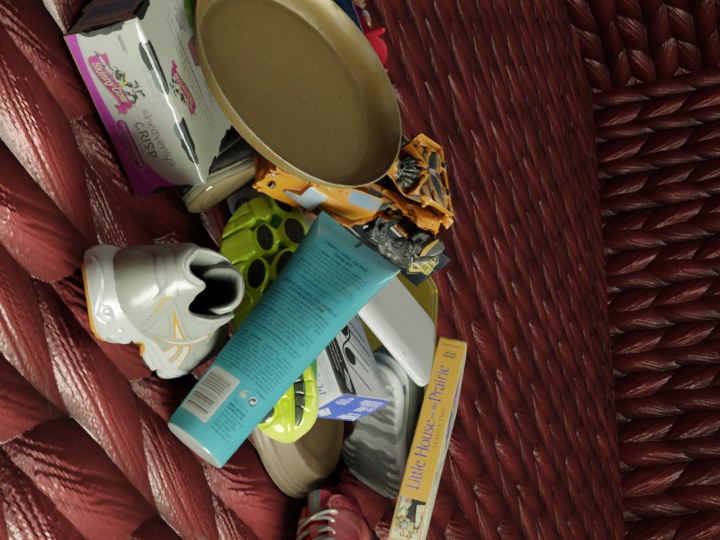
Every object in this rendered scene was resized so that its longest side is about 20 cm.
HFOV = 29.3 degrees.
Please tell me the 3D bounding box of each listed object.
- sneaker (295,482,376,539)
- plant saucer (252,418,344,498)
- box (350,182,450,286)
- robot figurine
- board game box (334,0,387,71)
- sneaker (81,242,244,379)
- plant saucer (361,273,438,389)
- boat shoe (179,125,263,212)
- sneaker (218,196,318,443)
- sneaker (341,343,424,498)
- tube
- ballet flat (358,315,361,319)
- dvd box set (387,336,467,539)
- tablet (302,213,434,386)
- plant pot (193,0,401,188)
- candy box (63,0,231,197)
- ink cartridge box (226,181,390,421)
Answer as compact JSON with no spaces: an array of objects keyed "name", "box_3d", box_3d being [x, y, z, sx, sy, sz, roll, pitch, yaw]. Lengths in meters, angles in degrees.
[{"name":"sneaker","box_3d":[-0.035,0.234,1.165,0.200,0.073,0.088,-22,95,-80]},{"name":"plant saucer","box_3d":[-0.056,0.099,1.223,0.200,0.029,0.203,-11,90,-73]},{"name":"box","box_3d":[-0.006,-0.098,1.290,0.159,0.046,0.201,41,16,-46]},{"name":"robot figurine","box_3d":[0.000,-0.083,1.119,0.198,0.058,0.147,18,50,-34]},{"name":"board game box","box_3d":[-0.006,-0.230,1.237,0.158,0.039,0.202,-165,-125,-76]},{"name":"sneaker","box_3d":[-0.115,0.027,0.954,0.200,0.091,0.077,38,44,-73]},{"name":"plant saucer","box_3d":[0.034,0.037,1.420,0.201,0.048,0.202,58,28,-45]},{"name":"boat shoe","box_3d":[-0.100,-0.107,1.136,0.065,0.072,0.200,53,34,-4]},{"name":"sneaker","box_3d":[-0.073,0.038,1.081,0.084,0.073,0.203,103,-16,-71]},{"name":"sneaker","box_3d":[0.035,0.141,1.304,0.082,0.074,0.201,-45,156,-36]},{"name":"tube","box_3d":[-0.060,0.051,1.010,0.201,0.077,0.050,-51,170,-16]},{"name":"ballet flat","box_3d":[-0.031,-0.025,1.298,0.070,0.069,0.201,62,7,-45]},{"name":"dvd box set","box_3d":[0.058,0.182,1.246,0.147,0.029,0.202,90,14,-59]},{"name":"tablet","box_3d":[0.000,0.000,1.198,0.201,0.014,0.130,51,18,-14]},{"name":"plant pot","box_3d":[-0.050,-0.146,1.045,0.199,0.027,0.202,27,46,-32]},{"name":"candy box","box_3d":[-0.142,-0.168,1.036,0.201,0.060,0.138,-76,152,-54]},{"name":"ink cartridge box","box_3d":[-0.044,0.026,1.171,0.094,0.044,0.202,19,47,-62]}]
